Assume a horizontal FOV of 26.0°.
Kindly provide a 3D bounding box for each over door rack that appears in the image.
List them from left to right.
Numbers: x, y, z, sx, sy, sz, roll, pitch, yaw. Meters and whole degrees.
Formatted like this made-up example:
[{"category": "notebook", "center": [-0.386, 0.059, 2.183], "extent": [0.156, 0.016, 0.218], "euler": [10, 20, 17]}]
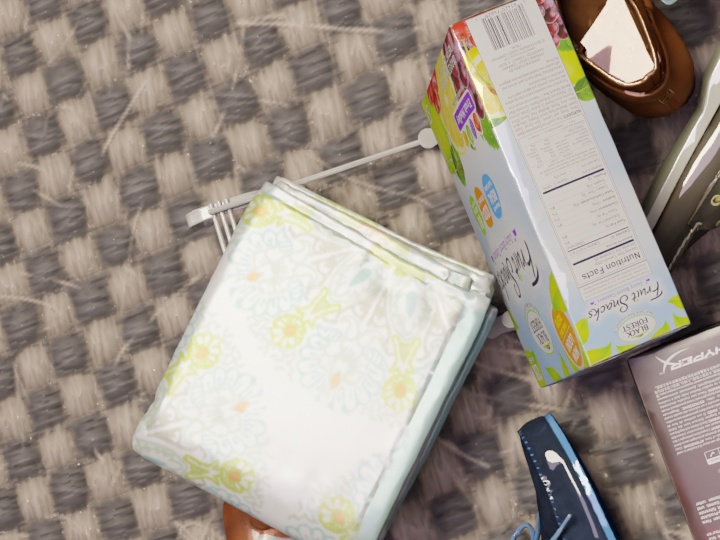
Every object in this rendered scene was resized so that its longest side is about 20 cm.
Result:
[{"category": "over door rack", "center": [0.000, 0.000, 1.034], "extent": [0.198, 0.067, 0.149], "euler": [-19, 85, 5]}]

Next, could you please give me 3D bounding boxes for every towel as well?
[{"category": "towel", "center": [-0.026, 0.061, 0.975], "extent": [0.170, 0.048, 0.202], "euler": [26, 87, 10]}]

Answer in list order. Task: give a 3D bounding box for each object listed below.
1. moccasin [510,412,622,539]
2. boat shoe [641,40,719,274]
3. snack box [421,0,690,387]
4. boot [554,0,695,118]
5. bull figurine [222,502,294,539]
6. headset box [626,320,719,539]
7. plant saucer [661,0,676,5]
[{"category": "moccasin", "center": [0.136, 0.191, 0.973], "extent": [0.068, 0.080, 0.202], "euler": [-23, 82, 7]}, {"category": "boat shoe", "center": [0.215, -0.062, 0.943], "extent": [0.060, 0.072, 0.203], "euler": [24, 108, 4]}, {"category": "snack box", "center": [0.107, -0.040, 0.911], "extent": [0.067, 0.169, 0.202], "euler": [-23, 83, -6]}, {"category": "boot", "center": [0.124, -0.174, 0.929], "extent": [0.200, 0.155, 0.074], "euler": [45, 104, 13]}, {"category": "bull figurine", "center": [-0.056, 0.182, 1.044], "extent": [0.121, 0.065, 0.202], "euler": [-3, 100, 55]}, {"category": "headset box", "center": [0.233, 0.128, 0.902], "extent": [0.074, 0.148, 0.202], "euler": [-21, 83, 19]}, {"category": "plant saucer", "center": [0.233, -0.238, 0.923], "extent": [0.199, 0.019, 0.070], "euler": [-38, 79, -6]}]
